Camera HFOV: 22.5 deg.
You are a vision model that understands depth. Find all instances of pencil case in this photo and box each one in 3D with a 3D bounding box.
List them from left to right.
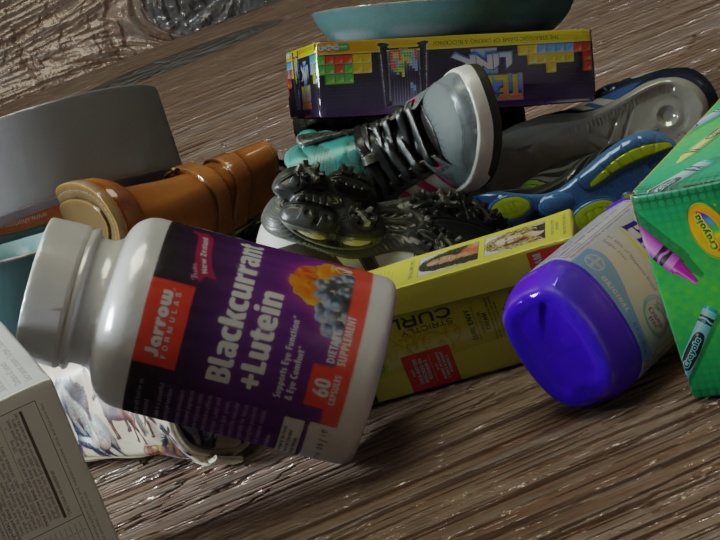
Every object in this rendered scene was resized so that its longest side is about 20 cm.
[{"bbox_3d":[-0.154,0.087,1.153,0.200,0.090,0.078,-6,2,39],"label":"pencil case"}]

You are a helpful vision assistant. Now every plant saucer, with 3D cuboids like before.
[{"bbox_3d":[0.063,-0.188,1.382,0.199,0.028,0.200,-3,5,0],"label":"plant saucer"}]

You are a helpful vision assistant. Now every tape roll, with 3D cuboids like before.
[{"bbox_3d":[-0.232,-0.070,1.312,0.200,0.066,0.200,-20,-2,-1],"label":"tape roll"}]

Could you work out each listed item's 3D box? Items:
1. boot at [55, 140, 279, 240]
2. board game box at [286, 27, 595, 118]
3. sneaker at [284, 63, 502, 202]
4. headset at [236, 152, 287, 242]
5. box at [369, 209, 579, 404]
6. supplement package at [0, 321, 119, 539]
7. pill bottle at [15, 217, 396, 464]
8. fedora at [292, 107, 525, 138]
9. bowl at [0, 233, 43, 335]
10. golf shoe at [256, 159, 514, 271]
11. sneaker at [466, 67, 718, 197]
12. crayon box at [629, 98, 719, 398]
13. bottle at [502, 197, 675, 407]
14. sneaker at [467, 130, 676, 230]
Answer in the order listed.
[{"bbox_3d":[-0.121,-0.042,1.230,0.155,0.077,0.200,-25,-13,-14],"label":"boot"},{"bbox_3d":[0.054,-0.142,1.334,0.199,0.057,0.165,-4,6,-8],"label":"board game box"},{"bbox_3d":[0.013,-0.075,1.216,0.120,0.084,0.200,-14,-14,-18],"label":"sneaker"},{"bbox_3d":[-0.059,-0.025,1.388,0.124,0.094,0.200,-64,21,-3],"label":"headset"},{"bbox_3d":[0.045,0.030,1.109,0.199,0.075,0.050,-16,20,12],"label":"box"},{"bbox_3d":[-0.235,0.145,0.926,0.200,0.151,0.152,-25,17,-15],"label":"supplement package"},{"bbox_3d":[-0.088,0.034,1.029,0.199,0.112,0.111,14,17,-3],"label":"pill bottle"},{"bbox_3d":[0.038,-0.093,1.455,0.200,0.092,0.201,1,36,-1],"label":"fedora"},{"bbox_3d":[-0.270,0.027,1.423,0.200,0.105,0.201,-12,11,3],"label":"bowl"},{"bbox_3d":[0.026,-0.004,1.173,0.199,0.095,0.078,17,37,-15],"label":"golf shoe"},{"bbox_3d":[0.178,-0.093,1.377,0.200,0.081,0.146,-24,2,15],"label":"sneaker"},{"bbox_3d":[0.223,-0.029,0.998,0.058,0.119,0.200,-9,19,34],"label":"crayon box"},{"bbox_3d":[0.163,0.001,1.040,0.200,0.084,0.065,-35,1,-44],"label":"bottle"},{"bbox_3d":[0.131,-0.035,1.258,0.199,0.071,0.083,-24,-4,-6],"label":"sneaker"}]
